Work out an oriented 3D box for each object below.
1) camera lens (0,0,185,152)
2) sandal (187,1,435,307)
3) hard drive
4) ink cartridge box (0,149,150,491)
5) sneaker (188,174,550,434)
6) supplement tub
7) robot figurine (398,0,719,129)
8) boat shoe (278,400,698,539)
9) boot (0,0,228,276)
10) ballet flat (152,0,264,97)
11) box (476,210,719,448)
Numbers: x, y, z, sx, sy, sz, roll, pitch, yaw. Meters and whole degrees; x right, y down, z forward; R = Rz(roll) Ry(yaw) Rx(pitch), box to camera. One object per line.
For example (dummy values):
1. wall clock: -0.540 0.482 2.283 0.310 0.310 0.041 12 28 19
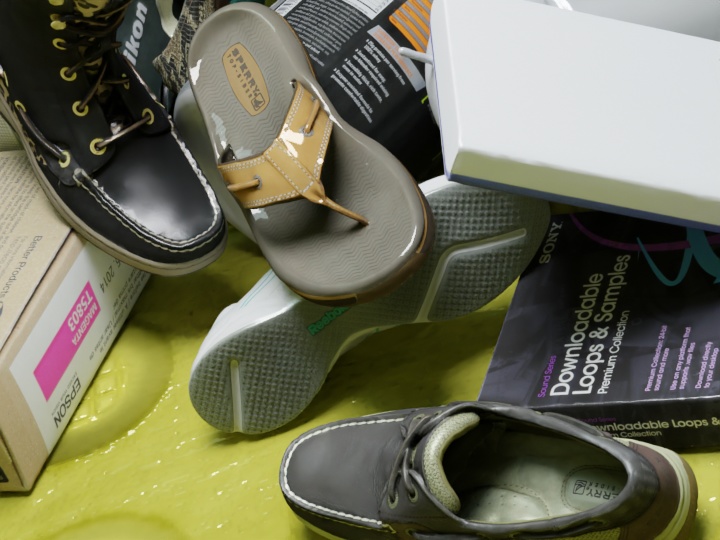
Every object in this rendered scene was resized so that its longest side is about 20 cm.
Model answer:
1. camera lens: -0.208 -0.133 1.467 0.199 0.161 0.160 5 43 33
2. sandal: -0.035 -0.062 1.199 0.082 0.055 0.201 -37 55 12
3. hard drive: 0.133 -0.069 1.155 0.198 0.025 0.132 11 37 -11
4. ink cartridge box: -0.215 0.024 1.340 0.164 0.075 0.201 -1 40 26
5. sneaker: 0.000 0.000 1.238 0.199 0.071 0.080 -30 24 12
6. supplement tub: 0.006 -0.107 1.347 0.122 0.123 0.200 17 51 43
7. robot figurine: 0.116 -0.108 1.276 0.199 0.113 0.170 -21 74 -24
8. boat shoe: 0.046 0.086 1.105 0.199 0.066 0.072 3 68 30
9. boot: -0.132 -0.104 1.265 0.073 0.151 0.200 -29 69 -24
10. ballet flat: -0.075 -0.171 1.350 0.075 0.201 0.068 36 42 16
11. box: 0.162 0.022 1.166 0.199 0.036 0.143 -6 38 25
